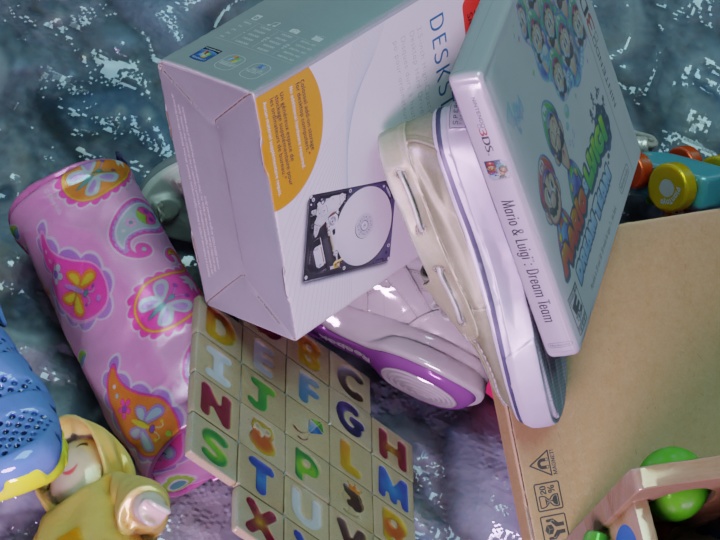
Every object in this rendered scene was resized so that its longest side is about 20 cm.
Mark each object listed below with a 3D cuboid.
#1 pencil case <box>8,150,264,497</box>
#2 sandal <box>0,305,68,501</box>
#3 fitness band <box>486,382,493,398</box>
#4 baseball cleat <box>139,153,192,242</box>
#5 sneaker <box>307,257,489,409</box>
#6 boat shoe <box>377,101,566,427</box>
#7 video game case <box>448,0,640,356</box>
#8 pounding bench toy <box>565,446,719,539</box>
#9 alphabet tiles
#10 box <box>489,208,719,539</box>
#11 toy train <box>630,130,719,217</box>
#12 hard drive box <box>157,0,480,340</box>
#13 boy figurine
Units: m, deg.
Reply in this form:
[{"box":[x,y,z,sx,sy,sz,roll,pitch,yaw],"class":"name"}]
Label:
[{"box":[-0.127,0.029,1.576,0.087,0.088,0.201,-18,59,-25],"class":"pencil case"},{"box":[-0.217,0.049,1.500,0.079,0.088,0.200,-21,40,-17],"class":"sandal"},{"box":[0.152,0.041,1.669,0.199,0.038,0.144,19,54,2],"class":"fitness band"},{"box":[-0.048,-0.073,1.691,0.199,0.070,0.107,-13,31,-15],"class":"baseball cleat"},{"box":[0.000,0.000,1.621,0.199,0.075,0.100,29,73,4],"class":"sneaker"},{"box":[0.065,-0.002,1.518,0.062,0.201,0.072,-9,25,20],"class":"boat shoe"},{"box":[0.106,-0.084,1.527,0.024,0.183,0.200,-7,33,23],"class":"video game case"},{"box":[0.164,0.180,1.489,0.199,0.124,0.157,-6,68,-18],"class":"pounding bench toy"},{"box":[-0.030,0.099,1.521,0.166,0.006,0.201,36,29,-25],"class":"alphabet tiles"},{"box":[0.156,0.073,1.597,0.162,0.021,0.202,-9,83,-20],"class":"box"},{"box":[0.251,-0.045,1.740,0.198,0.056,0.150,6,13,-1],"class":"toy train"},{"box":[-0.005,-0.082,1.529,0.077,0.157,0.200,20,43,39],"class":"hard drive box"},{"box":[-0.145,0.147,1.463,0.064,0.124,0.201,40,28,-23],"class":"boy figurine"}]
